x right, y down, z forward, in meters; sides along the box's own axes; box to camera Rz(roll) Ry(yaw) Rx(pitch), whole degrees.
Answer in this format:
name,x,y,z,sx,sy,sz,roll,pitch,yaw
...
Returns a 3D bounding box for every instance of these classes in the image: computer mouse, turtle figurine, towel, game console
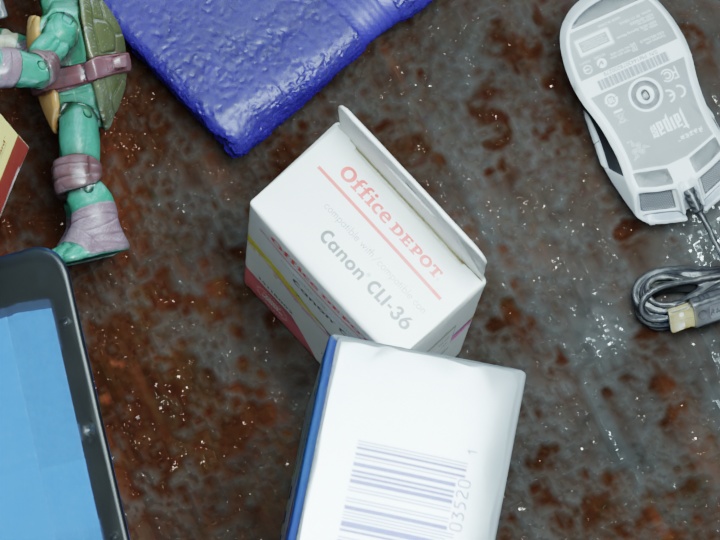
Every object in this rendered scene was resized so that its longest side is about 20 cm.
name,x,y,z,sx,sy,sz,roll,pitch,yaw
computer mouse,0.175,-0.066,1.596,0.109,0.044,0.201,-22,82,-4
turtle figurine,-0.172,-0.102,1.530,0.100,0.150,0.201,-14,90,8
towel,-0.044,-0.171,1.611,0.200,0.050,0.148,-40,73,-12
game console,-0.231,0.103,1.461,0.170,0.118,0.201,-11,85,-40

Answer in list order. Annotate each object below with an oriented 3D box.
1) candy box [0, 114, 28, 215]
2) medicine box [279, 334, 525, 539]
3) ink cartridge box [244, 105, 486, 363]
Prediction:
name,x,y,z,sx,sy,sz,roll,pitch,yaw
candy box,-0.284,-0.046,1.453,0.199,0.055,0.116,15,73,20
medicine box,0.009,0.150,1.442,0.102,0.200,0.183,12,74,-2
ink cartridge box,0.000,0.000,1.483,0.067,0.200,0.117,-42,80,-13
